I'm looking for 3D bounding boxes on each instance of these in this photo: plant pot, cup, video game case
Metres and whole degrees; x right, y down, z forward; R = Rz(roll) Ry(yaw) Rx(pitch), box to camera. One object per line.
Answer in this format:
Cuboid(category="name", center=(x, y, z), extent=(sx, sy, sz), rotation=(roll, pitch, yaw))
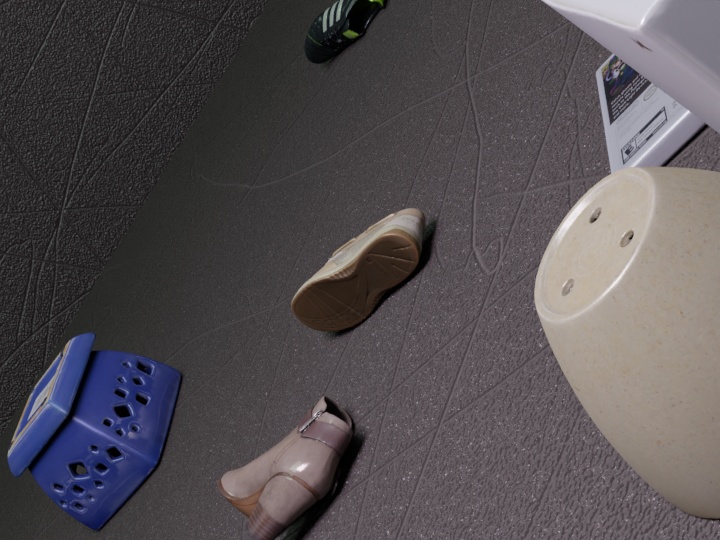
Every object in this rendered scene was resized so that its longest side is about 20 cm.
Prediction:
Cuboid(category="plant pot", center=(-0.400, 0.227, 1.875), extent=(0.200, 0.179, 0.201), rotation=(-47, 21, 32))
Cuboid(category="cup", center=(0.186, 0.021, 0.738), extent=(0.201, 0.142, 0.201), rotation=(-50, 20, 25))
Cuboid(category="video game case", center=(0.270, -0.180, 1.021), extent=(0.200, 0.023, 0.183), rotation=(-48, 22, 33))

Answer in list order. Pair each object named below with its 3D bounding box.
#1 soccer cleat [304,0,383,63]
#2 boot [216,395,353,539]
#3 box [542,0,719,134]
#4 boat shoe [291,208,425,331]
Cuboid(category="soccer cleat", center=(-0.030, -0.401, 2.075), extent=(0.200, 0.067, 0.082), rotation=(-43, 36, 38))
Cuboid(category="boot", center=(-0.070, 0.192, 1.272), extent=(0.147, 0.070, 0.200), rotation=(-53, 19, -3))
Cuboid(category="box", center=(0.254, -0.174, 0.773), extent=(0.172, 0.198, 0.200), rotation=(-56, 17, 8))
Cuboid(category="boat shoe", center=(0.000, 0.000, 1.373), extent=(0.200, 0.072, 0.065), rotation=(-39, 18, 40))
